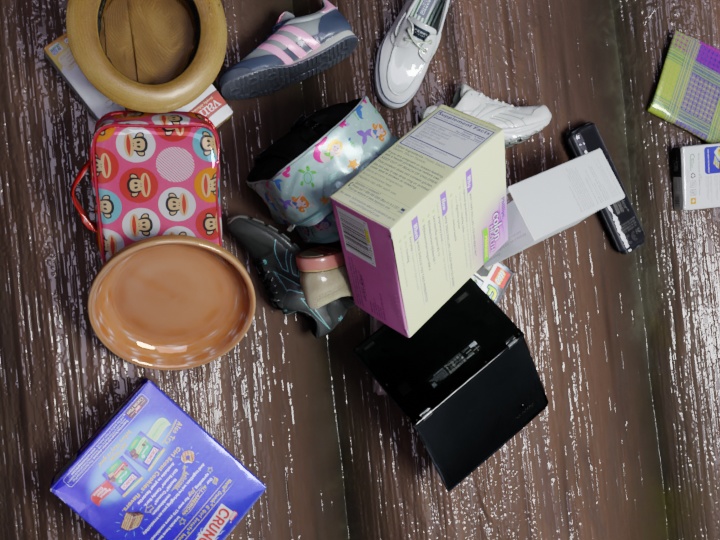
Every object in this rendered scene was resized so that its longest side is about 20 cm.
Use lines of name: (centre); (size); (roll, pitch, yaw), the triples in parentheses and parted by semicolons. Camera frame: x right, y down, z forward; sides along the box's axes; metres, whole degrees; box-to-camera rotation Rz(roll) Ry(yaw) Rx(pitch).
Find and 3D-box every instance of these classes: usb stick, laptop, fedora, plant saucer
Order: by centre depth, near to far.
fedora: (-0.255, -0.279, 1.027); (0.198, 0.082, 0.204); (3, 81, -18)
plant saucer: (-0.227, 0.036, 1.041); (0.197, 0.038, 0.202); (-7, 128, -8)
laptop: (0.123, 0.141, 1.131); (0.186, 0.116, 0.200); (-36, 68, -15)
usb stick: (0.362, -0.122, 1.269); (0.055, 0.033, 0.202); (-29, 96, -22)

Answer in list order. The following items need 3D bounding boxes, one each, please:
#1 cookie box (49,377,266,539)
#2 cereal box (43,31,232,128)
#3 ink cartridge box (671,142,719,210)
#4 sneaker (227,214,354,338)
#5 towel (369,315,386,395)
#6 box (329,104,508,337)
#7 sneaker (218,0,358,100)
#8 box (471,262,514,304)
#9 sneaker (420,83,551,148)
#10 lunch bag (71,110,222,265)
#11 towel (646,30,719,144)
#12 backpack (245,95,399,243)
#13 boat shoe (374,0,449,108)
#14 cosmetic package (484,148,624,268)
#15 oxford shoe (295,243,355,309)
cookie box: (-0.246, 0.262, 1.053); (0.200, 0.075, 0.171); (45, 77, -10)
cereal box: (-0.276, -0.234, 1.081); (0.144, 0.039, 0.201); (-41, 99, -14)
ink cartridge box: (0.573, -0.149, 1.315); (0.197, 0.037, 0.096); (-6, 98, -9)
sneaker: (-0.097, 0.006, 1.108); (0.199, 0.075, 0.080); (39, 81, -11)
towel: (0.103, 0.068, 1.186); (0.188, 0.032, 0.203); (-1, 88, -16)
box: (0.077, -0.060, 1.014); (0.200, 0.096, 0.177); (-41, 141, -25)
sneaker: (-0.105, -0.290, 1.129); (0.198, 0.070, 0.083); (-26, 78, -18)
box: (0.113, 0.059, 1.156); (0.109, 0.035, 0.201); (33, 79, -11)
sneaker: (0.173, -0.216, 1.196); (0.197, 0.078, 0.101); (-15, 89, -17)
lunch bag: (-0.255, -0.087, 1.031); (0.173, 0.082, 0.203); (-2, 113, -15)
towel: (0.545, -0.268, 1.334); (0.198, 0.023, 0.145); (22, 83, -14)
backpack: (-0.038, -0.125, 1.064); (0.177, 0.200, 0.151); (-42, 99, -14)
boat shoe: (0.072, -0.323, 1.173); (0.073, 0.067, 0.203); (18, 83, -14)
cosmetic package: (0.247, -0.085, 1.161); (0.198, 0.113, 0.082); (-25, 85, -33)
oxford shoe: (0.000, 0.000, 1.099); (0.198, 0.070, 0.076); (-12, 104, -38)
